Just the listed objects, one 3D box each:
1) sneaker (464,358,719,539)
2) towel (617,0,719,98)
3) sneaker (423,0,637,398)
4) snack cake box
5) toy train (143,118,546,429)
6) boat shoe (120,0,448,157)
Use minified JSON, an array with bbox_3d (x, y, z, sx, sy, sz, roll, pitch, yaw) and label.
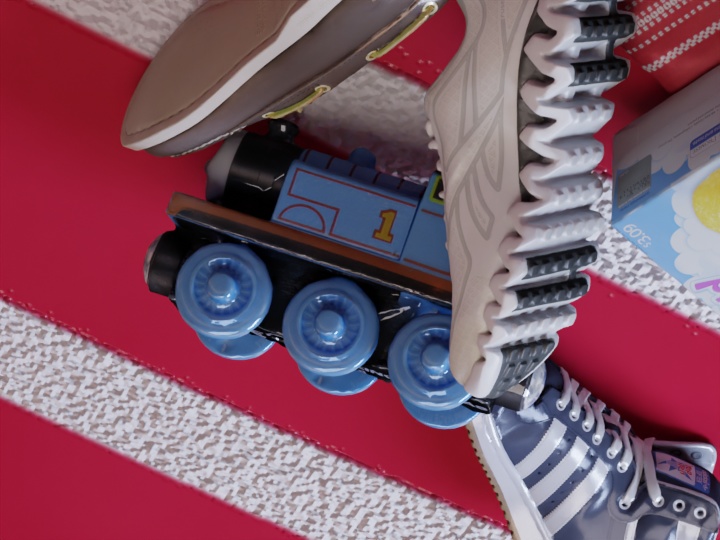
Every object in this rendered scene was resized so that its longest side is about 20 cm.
[{"bbox_3d":[0.118,0.086,1.375,0.108,0.070,0.200,-15,119,14],"label":"sneaker"},{"bbox_3d":[0.131,-0.173,1.187,0.145,0.023,0.200,-33,115,33],"label":"towel"},{"bbox_3d":[0.065,-0.044,1.221,0.081,0.075,0.200,15,98,30],"label":"sneaker"},{"bbox_3d":[0.222,-0.013,1.255,0.200,0.067,0.115,37,127,-26],"label":"snack cake box"},{"bbox_3d":[0.000,0.000,1.294,0.200,0.114,0.087,18,170,9],"label":"toy train"},{"bbox_3d":[-0.036,-0.101,1.255,0.059,0.072,0.200,27,137,-29],"label":"boat shoe"}]
